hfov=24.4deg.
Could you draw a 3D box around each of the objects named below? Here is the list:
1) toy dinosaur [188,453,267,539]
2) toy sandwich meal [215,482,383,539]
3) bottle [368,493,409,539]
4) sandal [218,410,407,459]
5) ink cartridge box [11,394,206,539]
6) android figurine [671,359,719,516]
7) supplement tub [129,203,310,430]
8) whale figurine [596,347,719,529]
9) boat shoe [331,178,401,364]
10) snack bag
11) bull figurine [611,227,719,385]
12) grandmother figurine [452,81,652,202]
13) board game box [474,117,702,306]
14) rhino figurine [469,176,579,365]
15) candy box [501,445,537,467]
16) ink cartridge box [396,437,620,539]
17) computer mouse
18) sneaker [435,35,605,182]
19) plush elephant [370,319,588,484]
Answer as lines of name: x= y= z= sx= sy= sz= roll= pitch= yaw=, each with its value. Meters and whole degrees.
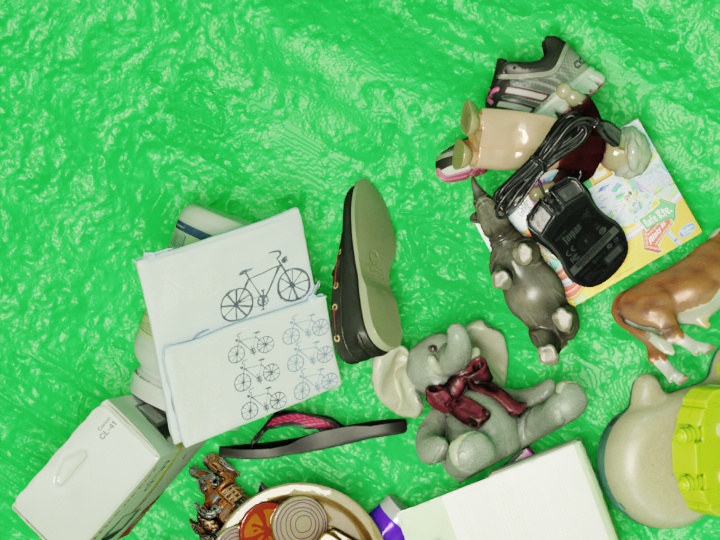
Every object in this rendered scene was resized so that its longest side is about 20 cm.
toy dinosaur: x=-0.138 y=0.291 z=1.719 sx=0.135 sy=0.103 sz=0.201 roll=-27 pitch=48 yaw=-3
toy sandwich meal: x=-0.054 y=0.311 z=1.648 sx=0.202 sy=0.070 sz=0.208 roll=0 pitch=89 yaw=-4
bottle: x=-0.018 y=0.322 z=1.725 sx=0.083 sy=0.065 sz=0.200 roll=42 pitch=95 yaw=13
sandal: x=-0.051 y=0.163 z=1.729 sx=0.197 sy=0.075 sz=0.046 roll=-10 pitch=91 yaw=0
ink cartridge box: x=-0.250 y=0.205 z=1.689 sx=0.086 sy=0.200 sz=0.148 roll=42 pitch=95 yaw=6
android figurine: x=0.372 y=0.169 z=1.621 sx=0.041 sy=0.198 sz=0.185 roll=2 pitch=95 yaw=49
supplement tub: x=-0.147 y=0.047 z=1.703 sx=0.143 sy=0.145 sz=0.202 roll=21 pitch=93 yaw=7
whale figurine: x=0.321 y=0.167 z=1.677 sx=0.200 sy=0.104 sz=0.159 roll=-45 pitch=99 yaw=-17
boat shoe: x=-0.002 y=-0.001 z=1.696 sx=0.063 sy=0.073 sz=0.204 roll=-25 pitch=53 yaw=32
snack bag: x=-0.115 y=0.052 z=1.625 sx=0.187 sy=0.021 sz=0.203 roll=-18 pitch=111 yaw=-24
bull figurine: x=0.350 y=0.020 z=1.652 sx=0.199 sy=0.065 sz=0.122 roll=-31 pitch=62 yaw=-2
grandmother figurine: x=0.196 y=-0.127 z=1.646 sx=0.197 sy=0.061 sz=0.122 roll=7 pitch=123 yaw=-12
board game box: x=0.231 y=-0.047 z=1.709 sx=0.199 sy=0.034 sz=0.135 roll=-31 pitch=86 yaw=7
rhino figurine: x=0.157 y=-0.004 z=1.657 sx=0.059 sy=0.087 sz=0.202 roll=-30 pitch=87 yaw=12
candy box: x=0.147 y=0.296 z=1.706 sx=0.200 sy=0.061 sz=0.136 roll=-44 pitch=85 yaw=4
ink cartridge box: x=0.153 y=0.269 z=1.651 sx=0.198 sy=0.048 sz=0.147 roll=-21 pitch=87 yaw=7
computer mouse: x=0.214 y=-0.076 z=1.626 sx=0.141 sy=0.199 sz=0.046 roll=-49 pitch=42 yaw=6
sneaker: x=0.149 y=-0.169 z=1.702 sx=0.199 sy=0.074 sz=0.088 roll=-35 pitch=86 yaw=1
plush elephant: x=0.104 y=0.120 z=1.660 sx=0.163 sy=0.200 sz=0.156 roll=-24 pitch=80 yaw=-22
